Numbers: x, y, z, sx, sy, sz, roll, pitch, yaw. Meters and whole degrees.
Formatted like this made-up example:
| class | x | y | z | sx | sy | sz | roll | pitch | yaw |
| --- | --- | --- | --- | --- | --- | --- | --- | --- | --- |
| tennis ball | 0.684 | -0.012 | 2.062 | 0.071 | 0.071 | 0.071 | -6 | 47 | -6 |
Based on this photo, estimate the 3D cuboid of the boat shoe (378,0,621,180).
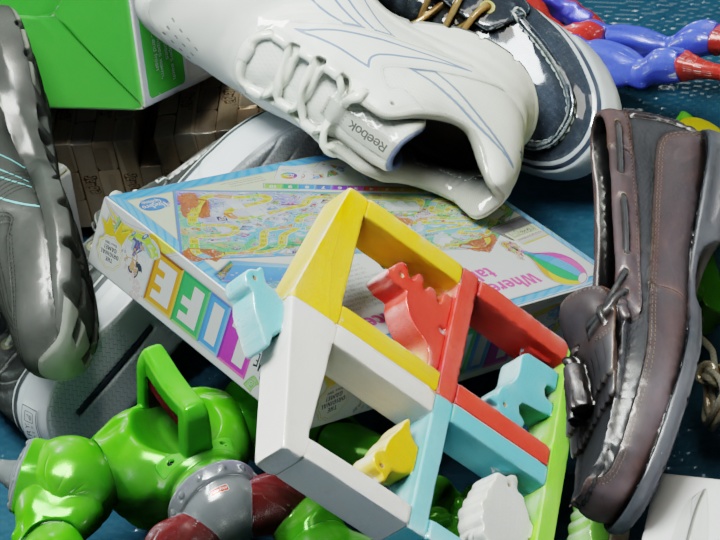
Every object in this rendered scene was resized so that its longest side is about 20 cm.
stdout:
| class | x | y | z | sx | sy | sz | roll | pitch | yaw |
| --- | --- | --- | --- | --- | --- | --- | --- | --- | --- |
| boat shoe | 0.039 | -0.119 | 1.172 | 0.071 | 0.091 | 0.200 | -52 | 53 | 14 |

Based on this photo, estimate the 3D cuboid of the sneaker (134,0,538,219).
| class | x | y | z | sx | sy | sz | roll | pitch | yaw |
| --- | --- | --- | --- | --- | --- | --- | --- | --- | --- |
| sneaker | -0.008 | -0.089 | 1.082 | 0.199 | 0.075 | 0.087 | 21 | 34 | -12 |

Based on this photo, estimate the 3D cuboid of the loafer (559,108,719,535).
| class | x | y | z | sx | sy | sz | roll | pitch | yaw |
| --- | --- | --- | --- | --- | --- | --- | --- | --- | --- |
| loafer | 0.104 | 0.016 | 0.990 | 0.063 | 0.072 | 0.201 | 23 | 52 | -6 |

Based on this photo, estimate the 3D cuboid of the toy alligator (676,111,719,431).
| class | x | y | z | sx | sy | sz | roll | pitch | yaw |
| --- | --- | --- | --- | --- | --- | --- | --- | --- | --- |
| toy alligator | 0.134 | -0.011 | 1.081 | 0.054 | 0.059 | 0.201 | 19 | 40 | -14 |

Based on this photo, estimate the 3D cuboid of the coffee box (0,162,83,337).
| class | x | y | z | sx | sy | sz | roll | pitch | yaw |
| --- | --- | --- | --- | --- | --- | --- | --- | --- | --- |
| coffee box | -0.230 | 0.021 | 1.101 | 0.113 | 0.080 | 0.200 | 22 | 50 | 27 |

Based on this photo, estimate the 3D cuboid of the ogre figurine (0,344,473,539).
| class | x | y | z | sx | sy | sz | roll | pitch | yaw |
| --- | --- | --- | --- | --- | --- | --- | --- | --- | --- |
| ogre figurine | -0.058 | 0.098 | 0.980 | 0.199 | 0.098 | 0.120 | -30 | 56 | -6 |

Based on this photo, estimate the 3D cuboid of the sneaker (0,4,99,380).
| class | x | y | z | sx | sy | sz | roll | pitch | yaw |
| --- | --- | --- | --- | --- | --- | --- | --- | --- | --- |
| sneaker | -0.163 | -0.027 | 1.053 | 0.079 | 0.076 | 0.201 | -15 | 50 | -6 |

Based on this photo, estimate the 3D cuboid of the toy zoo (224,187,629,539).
| class | x | y | z | sx | sy | sz | roll | pitch | yaw |
| --- | --- | --- | --- | --- | --- | --- | --- | --- | --- |
| toy zoo | 0.030 | 0.055 | 0.954 | 0.020 | 0.200 | 0.132 | -33 | 31 | 42 |

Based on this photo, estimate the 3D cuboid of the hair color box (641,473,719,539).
| class | x | y | z | sx | sy | sz | roll | pitch | yaw |
| --- | --- | --- | --- | --- | --- | --- | --- | --- | --- |
| hair color box | 0.199 | 0.146 | 0.908 | 0.198 | 0.064 | 0.111 | 7 | 44 | 14 |

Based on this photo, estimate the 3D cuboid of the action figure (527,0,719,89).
| class | x | y | z | sx | sy | sz | roll | pitch | yaw |
| --- | --- | --- | --- | --- | --- | --- | --- | --- | --- |
| action figure | 0.119 | -0.108 | 1.212 | 0.199 | 0.052 | 0.065 | 18 | 43 | 33 |

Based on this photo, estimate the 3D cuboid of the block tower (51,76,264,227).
| class | x | y | z | sx | sy | sz | roll | pitch | yaw |
| --- | --- | --- | --- | --- | --- | --- | --- | --- | --- |
| block tower | -0.094 | -0.061 | 1.181 | 0.198 | 0.058 | 0.054 | -5 | 42 | 7 |

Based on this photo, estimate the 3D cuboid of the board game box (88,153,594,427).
| class | x | y | z | sx | sy | sz | roll | pitch | yaw |
| --- | --- | --- | --- | --- | --- | --- | --- | --- | --- |
| board game box | 0.000 | 0.000 | 1.051 | 0.134 | 0.034 | 0.199 | 36 | 32 | 32 |

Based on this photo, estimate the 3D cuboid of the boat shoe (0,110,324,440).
| class | x | y | z | sx | sy | sz | roll | pitch | yaw |
| --- | --- | --- | --- | --- | --- | --- | --- | --- | --- |
| boat shoe | -0.098 | -0.008 | 1.103 | 0.071 | 0.072 | 0.200 | 28 | 64 | 36 |

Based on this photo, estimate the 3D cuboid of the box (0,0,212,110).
| class | x | y | z | sx | sy | sz | roll | pitch | yaw |
| --- | --- | --- | --- | --- | --- | --- | --- | --- | --- |
| box | -0.147 | -0.150 | 1.203 | 0.199 | 0.097 | 0.176 | 3 | 20 | 28 |
